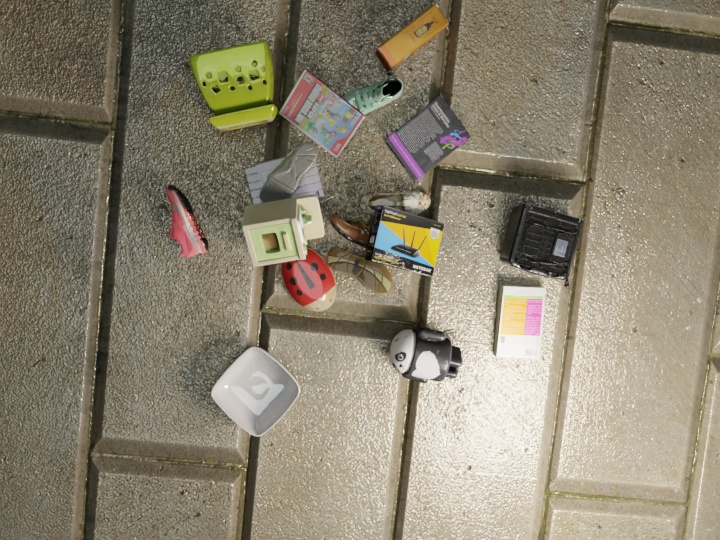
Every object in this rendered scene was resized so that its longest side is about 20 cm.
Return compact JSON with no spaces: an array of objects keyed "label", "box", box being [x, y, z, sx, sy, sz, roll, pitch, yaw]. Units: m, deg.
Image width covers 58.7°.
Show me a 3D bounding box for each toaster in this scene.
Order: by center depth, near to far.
[{"label":"toaster","box":[0.495,-0.070,1.760,0.178,0.119,0.203,14,93,-4]}]

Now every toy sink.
[{"label":"toy sink","box":[-0.198,-0.103,1.688,0.197,0.113,0.132,-9,125,1]}]

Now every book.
[{"label":"book","box":[0.451,0.145,1.811,0.131,0.048,0.204,4,95,-6]}]

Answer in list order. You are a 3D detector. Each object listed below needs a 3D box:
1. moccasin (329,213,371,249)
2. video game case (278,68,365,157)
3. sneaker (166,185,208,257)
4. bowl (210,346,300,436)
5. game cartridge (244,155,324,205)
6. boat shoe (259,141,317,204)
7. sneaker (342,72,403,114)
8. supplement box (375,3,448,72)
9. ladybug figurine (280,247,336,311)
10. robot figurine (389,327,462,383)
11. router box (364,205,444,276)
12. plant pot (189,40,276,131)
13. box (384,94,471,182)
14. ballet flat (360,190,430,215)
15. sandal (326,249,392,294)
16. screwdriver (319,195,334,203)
[{"label":"moccasin","box":[0.009,-0.106,1.749,0.199,0.074,0.079,27,90,-6]},{"label":"video game case","box":[-0.104,-0.418,1.716,0.199,0.017,0.143,37,119,-5]},{"label":"sneaker","box":[-0.486,-0.127,1.718,0.086,0.074,0.203,-24,95,0]},{"label":"bowl","box":[-0.283,0.325,1.764,0.200,0.075,0.200,44,91,-5]},{"label":"game cartridge","box":[-0.208,-0.242,1.748,0.197,0.038,0.132,-14,91,-2]},{"label":"boat shoe","box":[-0.194,-0.260,1.706,0.074,0.065,0.203,37,98,-24]},{"label":"sneaker","box":[0.022,-0.463,1.702,0.198,0.118,0.075,-24,97,0]},{"label":"supplement box","box":[0.138,-0.625,1.724,0.199,0.069,0.067,-37,96,1]},{"label":"ladybug figurine","box":[-0.144,0.023,1.750,0.135,0.072,0.201,-36,95,0]},{"label":"robot figurine","box":[0.178,0.235,1.759,0.197,0.125,0.153,14,86,-5]},{"label":"router box","box":[0.119,-0.079,1.732,0.197,0.051,0.152,13,89,-27]},{"label":"plant pot","box":[-0.312,-0.464,1.647,0.197,0.199,0.184,-12,101,-3]},{"label":"box","box":[0.185,-0.362,1.761,0.199,0.036,0.144,-38,96,1]},{"label":"ballet flat","box":[0.099,-0.181,1.755,0.196,0.064,0.077,-5,94,-4]},{"label":"sandal","box":[0.000,0.000,1.769,0.198,0.054,0.081,24,84,2]},{"label":"screwdriver","box":[-0.163,-0.166,1.760,0.198,0.028,0.029,-30,67,-3]}]
